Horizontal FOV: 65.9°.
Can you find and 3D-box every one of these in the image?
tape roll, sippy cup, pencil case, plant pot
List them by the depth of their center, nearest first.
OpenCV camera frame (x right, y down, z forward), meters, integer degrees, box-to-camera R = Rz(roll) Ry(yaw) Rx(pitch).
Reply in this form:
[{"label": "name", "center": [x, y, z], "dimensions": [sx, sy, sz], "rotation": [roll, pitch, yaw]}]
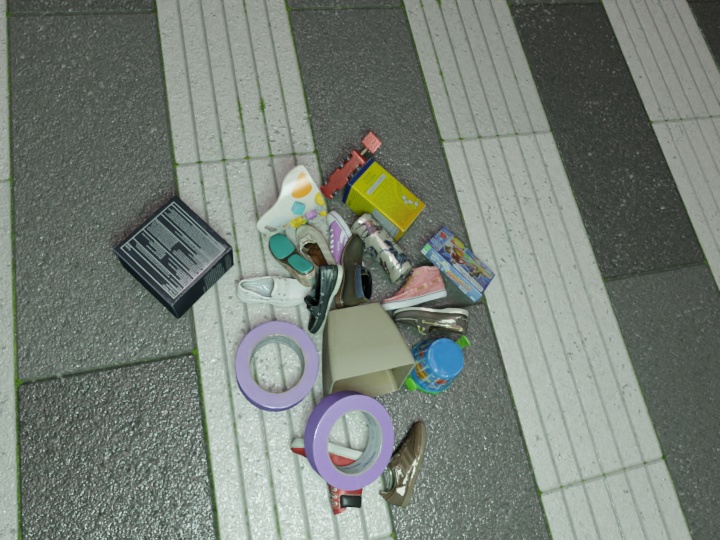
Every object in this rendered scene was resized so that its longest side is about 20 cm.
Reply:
[{"label": "tape roll", "center": [-0.024, 0.375, 1.234], "dimensions": [0.196, 0.065, 0.206], "rotation": [1, 88, -25]}, {"label": "tape roll", "center": [-0.201, 0.230, 1.328], "dimensions": [0.195, 0.085, 0.205], "rotation": [4, 69, -10]}, {"label": "plant pot", "center": [-0.003, 0.193, 1.334], "dimensions": [0.195, 0.201, 0.180], "rotation": [-9, 63, -15]}, {"label": "sippy cup", "center": [0.195, 0.230, 1.390], "dimensions": [0.137, 0.131, 0.181], "rotation": [21, 67, -5]}, {"label": "pencil case", "center": [0.056, -0.056, 1.480], "dimensions": [0.201, 0.089, 0.078], "rotation": [49, 58, 2]}]

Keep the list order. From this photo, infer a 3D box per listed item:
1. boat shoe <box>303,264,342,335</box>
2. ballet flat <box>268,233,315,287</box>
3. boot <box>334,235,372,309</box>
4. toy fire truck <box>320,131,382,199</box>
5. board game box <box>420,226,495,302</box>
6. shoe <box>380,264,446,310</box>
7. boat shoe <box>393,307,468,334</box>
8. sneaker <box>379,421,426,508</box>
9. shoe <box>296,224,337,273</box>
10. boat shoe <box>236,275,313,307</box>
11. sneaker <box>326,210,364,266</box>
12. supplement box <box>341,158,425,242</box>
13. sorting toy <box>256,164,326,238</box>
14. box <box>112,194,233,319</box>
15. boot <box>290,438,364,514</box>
[{"label": "boat shoe", "center": [-0.105, 0.070, 1.357], "dimensions": [0.065, 0.202, 0.075], "rotation": [11, 34, -23]}, {"label": "ballet flat", "center": [-0.176, -0.019, 1.421], "dimensions": [0.067, 0.068, 0.200], "rotation": [-29, 45, -17]}, {"label": "boot", "center": [0.000, 0.000, 1.376], "dimensions": [0.074, 0.096, 0.204], "rotation": [26, 63, -38]}, {"label": "toy fire truck", "center": [-0.026, -0.291, 1.539], "dimensions": [0.049, 0.141, 0.200], "rotation": [42, 107, -7]}, {"label": "board game box", "center": [0.267, -0.020, 1.511], "dimensions": [0.200, 0.035, 0.135], "rotation": [44, 37, 6]}, {"label": "shoe", "center": [0.133, 0.045, 1.467], "dimensions": [0.196, 0.071, 0.093], "rotation": [-13, 87, -22]}, {"label": "boat shoe", "center": [0.178, 0.133, 1.428], "dimensions": [0.195, 0.072, 0.061], "rotation": [0, 70, 14]}, {"label": "sneaker", "center": [0.103, 0.453, 1.324], "dimensions": [0.074, 0.071, 0.204], "rotation": [19, 67, -4]}, {"label": "shoe", "center": [-0.115, -0.054, 1.427], "dimensions": [0.070, 0.053, 0.201], "rotation": [-43, 58, 10]}, {"label": "boat shoe", "center": [-0.212, 0.049, 1.396], "dimensions": [0.195, 0.069, 0.072], "rotation": [-2, 69, -14]}, {"label": "sneaker", "center": [-0.071, -0.054, 1.464], "dimensions": [0.112, 0.073, 0.204], "rotation": [-21, 77, -15]}, {"label": "supplement box", "center": [0.062, -0.185, 1.518], "dimensions": [0.199, 0.109, 0.110], "rotation": [41, 68, 3]}, {"label": "sorting toy", "center": [-0.184, -0.149, 1.419], "dimensions": [0.178, 0.200, 0.108], "rotation": [-35, 82, -5]}, {"label": "box", "center": [-0.446, -0.031, 1.343], "dimensions": [0.199, 0.124, 0.199], "rotation": [41, 67, 6]}, {"label": "boot", "center": [-0.080, 0.475, 1.278], "dimensions": [0.196, 0.072, 0.147], "rotation": [19, 69, -9]}]
